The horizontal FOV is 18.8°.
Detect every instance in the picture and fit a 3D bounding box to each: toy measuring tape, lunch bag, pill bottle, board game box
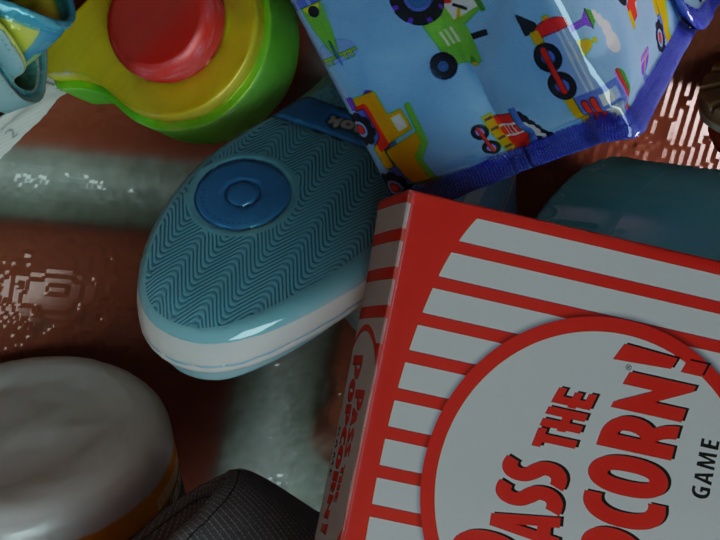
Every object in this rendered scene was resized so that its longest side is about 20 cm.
[{"bbox_3d":[-0.084,-0.054,0.769,0.200,0.074,0.074,-43,120,10],"label":"toy measuring tape"},{"bbox_3d":[0.056,-0.132,0.709,0.094,0.200,0.151,-19,105,35],"label":"lunch bag"},{"bbox_3d":[-0.115,0.144,0.845,0.116,0.116,0.201,-13,121,-8],"label":"pill bottle"},{"bbox_3d":[0.089,0.072,0.650,0.199,0.046,0.152,12,86,-10],"label":"board game box"}]

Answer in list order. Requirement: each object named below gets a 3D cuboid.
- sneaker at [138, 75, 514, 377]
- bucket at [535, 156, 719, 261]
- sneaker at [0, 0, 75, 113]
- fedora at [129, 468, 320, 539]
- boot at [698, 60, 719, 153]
[{"bbox_3d":[0.000,0.000,0.763,0.200,0.079,0.131,-44,149,-35],"label":"sneaker"},{"bbox_3d":[0.139,0.056,0.804,0.207,0.134,0.208,-28,124,-51],"label":"bucket"},{"bbox_3d":[-0.156,-0.042,0.735,0.130,0.080,0.201,-2,116,5],"label":"sneaker"},{"bbox_3d":[-0.063,0.144,0.723,0.090,0.177,0.200,37,86,-8],"label":"fedora"},{"bbox_3d":[0.221,-0.037,0.863,0.199,0.075,0.108,1,123,-16],"label":"boot"}]
